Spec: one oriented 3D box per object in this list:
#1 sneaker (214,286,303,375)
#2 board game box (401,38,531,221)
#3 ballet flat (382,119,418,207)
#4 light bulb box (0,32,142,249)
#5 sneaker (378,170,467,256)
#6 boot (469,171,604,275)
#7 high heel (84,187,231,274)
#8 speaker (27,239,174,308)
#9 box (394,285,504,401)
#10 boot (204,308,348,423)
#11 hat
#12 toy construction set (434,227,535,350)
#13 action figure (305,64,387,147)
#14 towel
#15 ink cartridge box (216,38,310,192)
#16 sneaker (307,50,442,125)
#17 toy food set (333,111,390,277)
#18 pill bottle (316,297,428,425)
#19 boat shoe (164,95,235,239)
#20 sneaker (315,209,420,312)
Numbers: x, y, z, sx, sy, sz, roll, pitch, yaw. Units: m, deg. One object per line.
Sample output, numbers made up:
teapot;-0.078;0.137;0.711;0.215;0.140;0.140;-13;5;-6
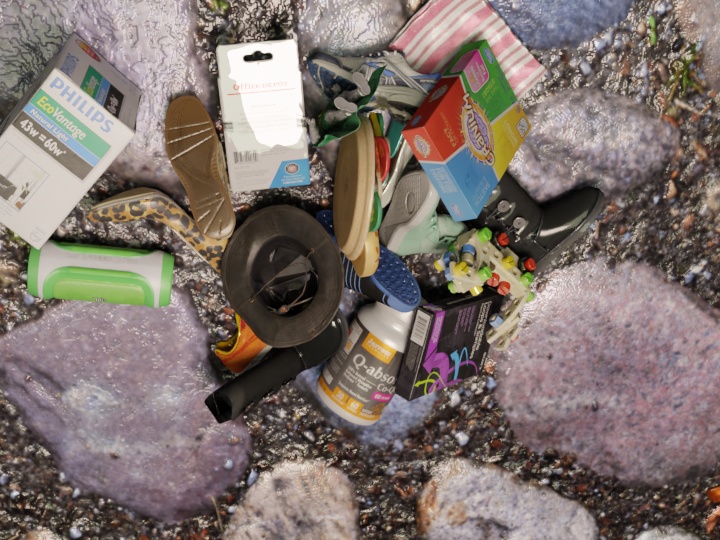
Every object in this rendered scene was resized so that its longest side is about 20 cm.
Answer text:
sneaker;-0.143;0.073;1.491;0.077;0.073;0.200;41;99;-13
board game box;0.148;-0.190;1.344;0.040;0.201;0.154;-6;130;43
ballet flat;0.050;-0.150;1.434;0.069;0.070;0.202;24;106;-17
light bulb box;-0.391;-0.171;1.279;0.124;0.199;0.200;39;104;-23
sneaker;0.106;-0.084;1.416;0.116;0.075;0.201;-2;157;-17
boot;0.242;-0.112;1.471;0.199;0.066;0.165;39;101;-17
high heel;-0.282;-0.047;1.414;0.197;0.071;0.145;-12;108;-13
speaker;-0.368;0.005;1.418;0.196;0.089;0.090;5;112;-11
box;0.138;0.107;1.503;0.199;0.036;0.145;-15;124;-50
boot;-0.122;0.136;1.439;0.198;0.066;0.165;-26;160;-31
hat;-0.097;0.007;1.417;0.197;0.081;0.205;-1;88;23
toy construction set;0.191;0.018;1.436;0.091;0.132;0.201;-13;131;34
action figure;-0.035;-0.208;1.328;0.055;0.200;0.119;39;74;-10
towel;0.153;-0.298;1.401;0.146;0.030;0.200;-43;112;11
ink cartridge box;-0.134;-0.219;1.368;0.114;0.068;0.203;-6;114;-6
sneaker;0.025;-0.264;1.371;0.197;0.077;0.086;22;70;6
toy food set;0.002;-0.110;1.343;0.048;0.202;0.200;4;132;-12
pill bottle;0.025;0.125;1.512;0.115;0.117;0.202;25;107;-18
boat shoe;-0.221;-0.139;1.371;0.072;0.063;0.203;-14;88;-1
sneaker;0.000;0.000;1.447;0.200;0.070;0.078;43;135;12
